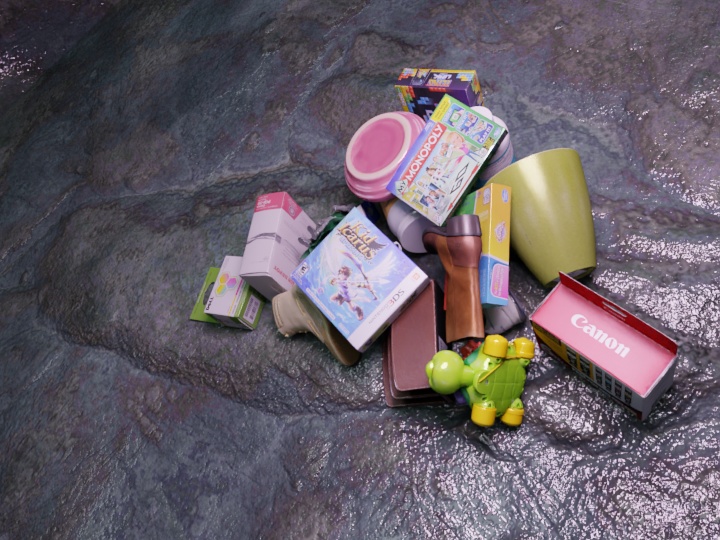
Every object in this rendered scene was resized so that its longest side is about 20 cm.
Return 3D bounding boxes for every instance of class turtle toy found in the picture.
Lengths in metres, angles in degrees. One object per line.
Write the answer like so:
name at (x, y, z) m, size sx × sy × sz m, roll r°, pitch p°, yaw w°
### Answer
turtle toy at (0.196, 0.172, 0.914) m, size 0.101 × 0.198 × 0.148 m, roll 11°, pitch 90°, yaw 52°

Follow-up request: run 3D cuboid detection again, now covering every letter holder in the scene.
letter holder at (0.089, 0.138, 1.031) m, size 0.140 × 0.101 × 0.202 m, roll -11°, pitch 59°, yaw 23°

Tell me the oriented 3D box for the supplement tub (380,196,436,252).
supplement tub at (0.111, -0.153, 1.153) m, size 0.143 × 0.145 × 0.202 m, roll -26°, pitch 54°, yaw 11°

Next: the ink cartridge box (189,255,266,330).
ink cartridge box at (-0.318, 0.046, 1.297) m, size 0.198 × 0.076 × 0.149 m, roll 4°, pitch 65°, yaw 27°

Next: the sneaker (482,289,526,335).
sneaker at (0.225, 0.032, 1.043) m, size 0.087 × 0.074 × 0.201 m, roll -38°, pitch 49°, yaw 17°

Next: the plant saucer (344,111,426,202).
plant saucer at (0.045, -0.236, 1.113) m, size 0.199 × 0.051 × 0.203 m, roll -15°, pitch 60°, yaw 28°

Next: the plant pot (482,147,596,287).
plant pot at (0.335, -0.079, 0.998) m, size 0.185 × 0.187 × 0.202 m, roll -20°, pitch 72°, yaw 14°

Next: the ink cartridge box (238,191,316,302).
ink cartridge box at (-0.180, -0.047, 1.237) m, size 0.082 × 0.147 × 0.202 m, roll -4°, pitch 61°, yaw 25°

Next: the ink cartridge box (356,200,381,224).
ink cartridge box at (-0.024, -0.059, 1.195) m, size 0.039 × 0.100 × 0.200 m, roll 39°, pitch 86°, yaw 30°

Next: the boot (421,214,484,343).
boot at (0.160, 0.022, 0.953) m, size 0.188 × 0.068 × 0.203 m, roll 162°, pitch 107°, yaw -67°

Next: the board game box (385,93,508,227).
board game box at (0.151, -0.195, 1.003) m, size 0.134 × 0.029 × 0.201 m, roll 37°, pitch 101°, yaw 23°

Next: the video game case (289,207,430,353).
video game case at (-0.003, 0.015, 1.026) m, size 0.181 × 0.045 × 0.200 m, roll -45°, pitch 69°, yaw -1°

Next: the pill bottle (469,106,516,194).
pill bottle at (0.243, -0.225, 1.094) m, size 0.109 × 0.200 × 0.112 m, roll -12°, pitch 57°, yaw 20°

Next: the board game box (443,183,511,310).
board game box at (0.203, -0.034, 0.981) m, size 0.040 × 0.153 × 0.203 m, roll 8°, pitch 79°, yaw -18°

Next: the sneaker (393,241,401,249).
sneaker at (0.000, 0.000, 1.142) m, size 0.197 × 0.075 × 0.117 m, roll -2°, pitch 93°, yaw 22°

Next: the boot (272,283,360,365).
boot at (-0.096, 0.116, 1.144) m, size 0.155 × 0.073 × 0.201 m, roll -31°, pitch 92°, yaw 45°

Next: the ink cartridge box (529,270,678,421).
ink cartridge box at (0.367, 0.115, 0.858) m, size 0.084 × 0.176 × 0.200 m, roll -47°, pitch 53°, yaw -6°

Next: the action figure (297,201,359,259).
action figure at (-0.056, -0.106, 1.220) m, size 0.055 × 0.200 × 0.118 m, roll 49°, pitch 130°, yaw 1°

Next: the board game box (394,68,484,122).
board game box at (0.180, -0.328, 1.183) m, size 0.164 × 0.200 × 0.057 m, roll 16°, pitch 66°, yaw 33°
